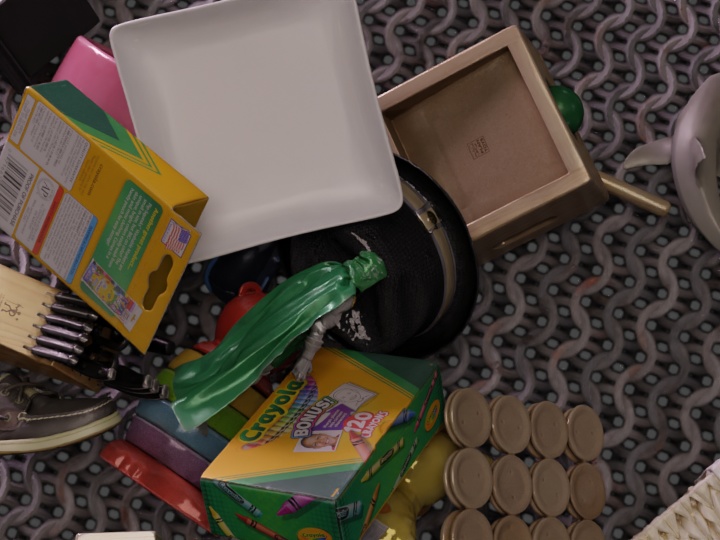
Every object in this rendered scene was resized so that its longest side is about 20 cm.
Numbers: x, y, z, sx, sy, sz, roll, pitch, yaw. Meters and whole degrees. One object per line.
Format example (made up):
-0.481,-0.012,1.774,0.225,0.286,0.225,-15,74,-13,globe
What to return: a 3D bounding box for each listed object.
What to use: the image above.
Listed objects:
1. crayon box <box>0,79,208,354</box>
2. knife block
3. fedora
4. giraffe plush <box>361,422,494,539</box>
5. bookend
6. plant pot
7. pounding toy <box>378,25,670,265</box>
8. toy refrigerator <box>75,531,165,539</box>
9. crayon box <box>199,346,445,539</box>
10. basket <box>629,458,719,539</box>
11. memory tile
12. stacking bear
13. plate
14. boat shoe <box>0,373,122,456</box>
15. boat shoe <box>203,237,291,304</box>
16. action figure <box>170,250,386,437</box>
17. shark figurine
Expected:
-0.205,-0.044,1.417,0.200,0.052,0.126,40,120,20,crayon box
-0.246,0.064,1.516,0.175,0.200,0.064,25,77,-8,knife block
0.000,0.000,1.486,0.200,0.092,0.201,9,115,20,fedora
0.015,0.185,1.489,0.173,0.200,0.162,49,53,-9,giraffe plush
-0.288,-0.284,1.590,0.199,0.092,0.200,-39,42,-8,bookend
-0.204,-0.080,1.546,0.200,0.200,0.179,30,94,8,plant pot
0.141,-0.098,1.572,0.200,0.142,0.184,-27,76,12,pounding toy
-0.182,0.262,1.442,0.070,0.200,0.076,-2,75,1,toy refrigerator
-0.025,0.139,1.399,0.119,0.058,0.200,6,32,25,crayon box
0.314,0.272,1.464,0.123,0.136,0.200,-36,77,-6,basket
0.139,0.182,1.484,0.017,0.200,0.154,-14,71,44,memory tile
-0.123,0.108,1.524,0.121,0.114,0.200,38,80,-20,stacking bear
-0.082,-0.122,1.425,0.200,0.032,0.200,-14,95,3,plate
-0.301,0.122,1.517,0.201,0.072,0.066,-9,96,23,boat shoe
-0.054,-0.044,1.592,0.069,0.084,0.200,42,96,3,boat shoe
-0.062,0.051,1.420,0.200,0.118,0.055,-38,117,7,action figure
0.319,-0.075,1.579,0.128,0.090,0.215,-18,74,-2,shark figurine
